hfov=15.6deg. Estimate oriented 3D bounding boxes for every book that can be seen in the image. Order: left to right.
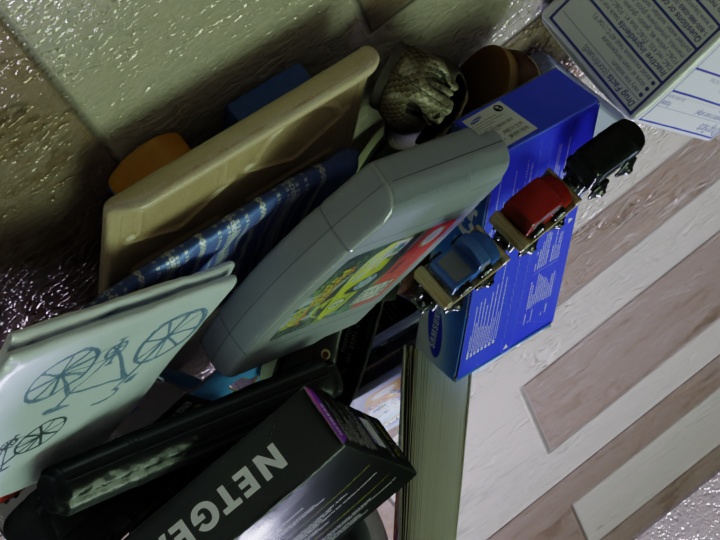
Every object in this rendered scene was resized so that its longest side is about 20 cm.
[{"bbox_3d":[0.043,0.167,1.796,0.048,0.201,0.134,4,160,-3],"label":"book"}]

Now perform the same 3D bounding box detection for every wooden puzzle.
[{"bbox_3d":[-0.084,-0.053,1.556,0.185,0.046,0.200,-32,166,-20],"label":"wooden puzzle"}]

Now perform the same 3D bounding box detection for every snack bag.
[{"bbox_3d":[-0.179,0.077,1.525,0.188,0.021,0.200,-22,158,-47],"label":"snack bag"}]

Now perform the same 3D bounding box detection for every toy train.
[{"bbox_3d":[0.105,-0.035,1.608,0.200,0.034,0.046,-37,170,-29],"label":"toy train"}]

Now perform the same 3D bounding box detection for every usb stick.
[{"bbox_3d":[-0.104,0.101,1.606,0.199,0.033,0.055,-22,179,-23],"label":"usb stick"}]

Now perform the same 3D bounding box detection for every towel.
[{"bbox_3d":[-0.090,0.004,1.576,0.199,0.024,0.145,-32,168,-22],"label":"towel"}]

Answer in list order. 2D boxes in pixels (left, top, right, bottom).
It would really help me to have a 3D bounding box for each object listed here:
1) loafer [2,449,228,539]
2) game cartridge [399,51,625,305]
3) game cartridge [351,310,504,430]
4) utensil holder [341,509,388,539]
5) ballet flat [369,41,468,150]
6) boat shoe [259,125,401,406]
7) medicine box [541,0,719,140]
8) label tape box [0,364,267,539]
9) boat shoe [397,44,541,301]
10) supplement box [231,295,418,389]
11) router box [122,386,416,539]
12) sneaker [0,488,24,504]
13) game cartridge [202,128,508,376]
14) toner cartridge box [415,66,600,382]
[{"bbox_3d":[-0.138,0.148,1.674,0.200,0.071,0.068,-25,168,-45],"label":"loafer"},{"bbox_3d":[0.092,-0.057,1.847,0.200,0.041,0.133,-43,140,12],"label":"game cartridge"},{"bbox_3d":[0.032,0.072,1.898,0.199,0.042,0.133,-31,159,-13],"label":"game cartridge"},{"bbox_3d":[-0.068,0.211,1.850,0.170,0.170,0.200,-37,176,-6],"label":"utensil holder"},{"bbox_3d":[0.044,-0.103,1.624,0.068,0.046,0.200,-64,172,0],"label":"ballet flat"},{"bbox_3d":[0.001,0.000,1.739,0.074,0.063,0.202,0,115,-66],"label":"boat shoe"},{"bbox_3d":[0.248,-0.193,1.770,0.200,0.103,0.182,-43,162,17],"label":"medicine box"},{"bbox_3d":[-0.150,0.107,1.784,0.200,0.063,0.144,-42,163,7],"label":"label tape box"},{"bbox_3d":[0.075,-0.063,1.750,0.070,0.071,0.200,8,130,-28],"label":"boat shoe"},{"bbox_3d":[0.008,0.041,1.947,0.199,0.061,0.109,-26,159,-38],"label":"supplement box"},{"bbox_3d":[-0.072,0.162,1.633,0.200,0.051,0.149,-40,160,7],"label":"router box"},{"bbox_3d":[-0.273,0.109,1.561,0.199,0.070,0.094,-19,136,-44],"label":"sneaker"},{"bbox_3d":[-0.009,-0.008,1.587,0.133,0.041,0.200,-17,159,-45],"label":"game cartridge"},{"bbox_3d":[0.093,-0.028,1.698,0.095,0.043,0.201,-27,144,-32],"label":"toner cartridge box"}]
